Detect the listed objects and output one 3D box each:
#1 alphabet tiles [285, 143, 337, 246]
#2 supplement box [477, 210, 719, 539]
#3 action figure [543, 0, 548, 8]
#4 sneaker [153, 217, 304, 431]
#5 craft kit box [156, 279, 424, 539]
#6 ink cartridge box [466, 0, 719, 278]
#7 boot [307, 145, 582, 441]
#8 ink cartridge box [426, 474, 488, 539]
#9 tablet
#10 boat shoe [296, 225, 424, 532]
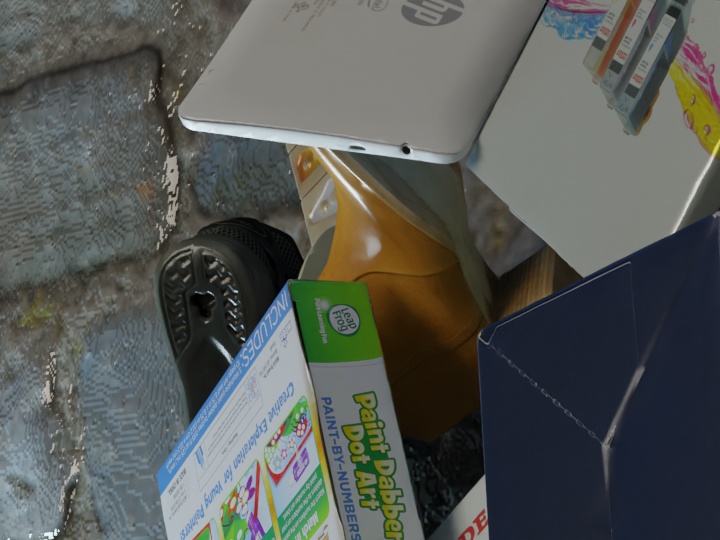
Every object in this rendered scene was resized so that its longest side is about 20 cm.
[{"bbox_3d":[0.002,-0.137,1.540,0.167,0.008,0.200,-46,44,35],"label":"alphabet tiles"},{"bbox_3d":[0.165,0.111,1.051,0.134,0.200,0.200,-28,56,46],"label":"supplement box"},{"bbox_3d":[0.043,-0.212,1.420,0.102,0.119,0.200,81,177,-63],"label":"action figure"},{"bbox_3d":[-0.052,0.065,1.489,0.076,0.114,0.200,-2,107,22],"label":"sneaker"},{"bbox_3d":[-0.031,0.137,1.318,0.200,0.048,0.198,126,141,-53],"label":"craft kit box"},{"bbox_3d":[0.169,-0.079,1.165,0.200,0.145,0.145,-64,36,17],"label":"ink cartridge box"},{"bbox_3d":[0.001,0.000,1.330,0.144,0.201,0.071,-36,25,36],"label":"boot"},{"bbox_3d":[0.096,0.183,1.223,0.147,0.083,0.200,-52,40,29],"label":"ink cartridge box"},{"bbox_3d":[0.012,-0.114,1.277,0.200,0.130,0.014,-62,-25,-47],"label":"tablet"},{"bbox_3d":[-0.010,0.073,1.419,0.063,0.074,0.201,-44,42,52],"label":"boat shoe"}]
